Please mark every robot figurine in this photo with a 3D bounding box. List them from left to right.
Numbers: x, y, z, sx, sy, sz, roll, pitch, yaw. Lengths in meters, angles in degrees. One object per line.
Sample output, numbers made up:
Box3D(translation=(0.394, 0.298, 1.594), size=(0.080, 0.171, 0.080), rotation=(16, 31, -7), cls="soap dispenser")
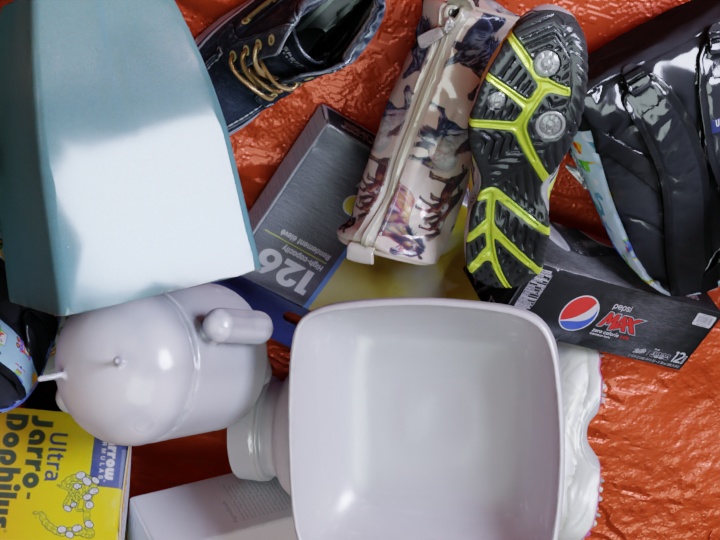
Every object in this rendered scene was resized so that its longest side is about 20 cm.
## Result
Box3D(translation=(-0.145, 0.067, 1.001), size=(0.168, 0.199, 0.114), rotation=(-28, 78, 25), cls="robot figurine")

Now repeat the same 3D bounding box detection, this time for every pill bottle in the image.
Box3D(translation=(0.000, 0.132, 1.096), size=(0.197, 0.113, 0.114), rotation=(3, 123, 15), cls="pill bottle")

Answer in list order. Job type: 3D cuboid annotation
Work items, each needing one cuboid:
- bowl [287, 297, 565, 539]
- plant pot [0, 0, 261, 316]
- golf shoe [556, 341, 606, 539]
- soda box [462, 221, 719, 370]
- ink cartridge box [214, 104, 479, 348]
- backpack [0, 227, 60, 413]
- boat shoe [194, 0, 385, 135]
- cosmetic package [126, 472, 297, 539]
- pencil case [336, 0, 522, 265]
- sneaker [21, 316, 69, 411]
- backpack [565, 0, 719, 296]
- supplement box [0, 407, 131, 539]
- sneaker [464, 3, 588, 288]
Box3D(translation=(0.052, 0.116, 0.982), size=(0.197, 0.075, 0.203), rotation=(1, 98, 15), cls="bowl")
Box3D(translation=(-0.172, -0.087, 0.918), size=(0.140, 0.141, 0.203), rotation=(-14, 99, -27), cls="plant pot")
Box3D(translation=(0.142, 0.112, 1.073), size=(0.090, 0.202, 0.075), rotation=(10, 154, -12), cls="golf shoe")
Box3D(translation=(0.181, 0.016, 1.053), size=(0.198, 0.071, 0.064), rotation=(15, 123, -32), cls="soda box")
Box3D(translation=(0.000, 0.000, 1.072), size=(0.196, 0.047, 0.201), rotation=(27, 113, -21), cls="ink cartridge box")
Box3D(translation=(-0.320, 0.016, 0.976), size=(0.134, 0.184, 0.200), rotation=(-25, 129, 33), cls="backpack")
Box3D(translation=(-0.064, -0.149, 0.946), size=(0.071, 0.091, 0.200), rotation=(39, 111, -25), cls="boat shoe")
Box3D(translation=(-0.094, 0.225, 1.141), size=(0.198, 0.074, 0.103), rotation=(-8, 125, -28), cls="cosmetic package")
Box3D(translation=(0.047, -0.098, 0.961), size=(0.089, 0.077, 0.202), rotation=(6, 107, -55), cls="pencil case")
Box3D(translation=(-0.204, 0.044, 1.057), size=(0.072, 0.085, 0.201), rotation=(25, 115, -17), cls="sneaker")
Box3D(translation=(0.232, -0.081, 0.994), size=(0.162, 0.154, 0.202), rotation=(-29, 108, -4), cls="backpack")
Box3D(translation=(-0.242, 0.204, 1.093), size=(0.108, 0.110, 0.201), rotation=(5, 147, -8), cls="supplement box")
Box3D(translation=(0.102, -0.089, 0.920), size=(0.074, 0.077, 0.202), rotation=(8, 124, -4), cls="sneaker")
